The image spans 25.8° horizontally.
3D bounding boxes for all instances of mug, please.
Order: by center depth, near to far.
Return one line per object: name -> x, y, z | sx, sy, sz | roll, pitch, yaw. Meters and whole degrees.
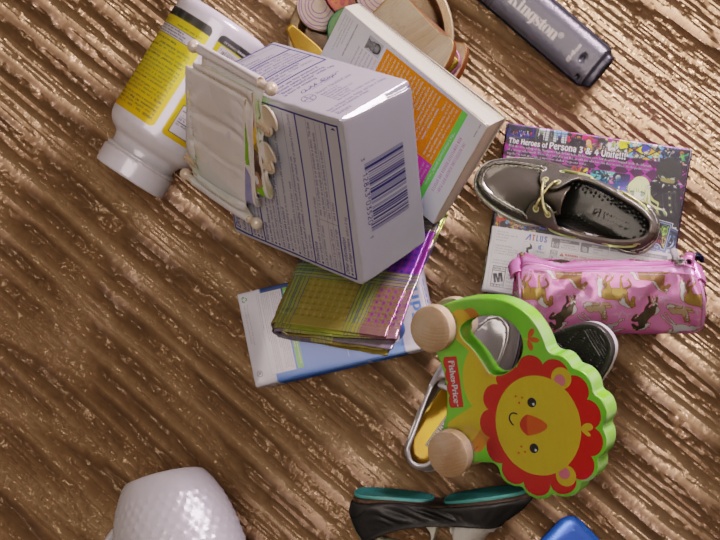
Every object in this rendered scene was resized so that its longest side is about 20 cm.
mug -> -0.207, 0.311, 1.658 | 0.199, 0.147, 0.177 | -24, 72, 37

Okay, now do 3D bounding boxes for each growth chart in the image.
growth chart -> -0.132, -0.133, 1.577 | 0.144, 0.201, 0.018 | 38, 51, 27

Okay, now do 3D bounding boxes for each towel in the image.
towel -> 0.000, 0.000, 1.632 | 0.142, 0.023, 0.201 | 5, 51, 24

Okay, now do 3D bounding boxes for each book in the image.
book -> 0.035, -0.161, 1.621 | 0.200, 0.048, 0.134 | 40, 121, 14

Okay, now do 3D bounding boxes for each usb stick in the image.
usb stick -> 0.184, -0.276, 1.684 | 0.200, 0.033, 0.056 | 43, 92, 9

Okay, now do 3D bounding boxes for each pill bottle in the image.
pill bottle -> -0.198, -0.184, 1.698 | 0.112, 0.112, 0.201 | 33, 91, 10

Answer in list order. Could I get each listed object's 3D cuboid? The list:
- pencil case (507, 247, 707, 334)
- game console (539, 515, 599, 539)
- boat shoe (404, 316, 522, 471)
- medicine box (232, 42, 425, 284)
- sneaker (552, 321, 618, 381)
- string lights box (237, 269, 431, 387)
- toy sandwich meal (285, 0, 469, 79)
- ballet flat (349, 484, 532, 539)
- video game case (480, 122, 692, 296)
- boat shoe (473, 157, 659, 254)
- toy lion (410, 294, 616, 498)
pencil case -> 0.250, 0.022, 1.591 | 0.197, 0.083, 0.088 | -1, 93, 11
game console -> 0.217, 0.391, 1.636 | 0.170, 0.119, 0.200 | -39, 80, -27
boat shoe -> 0.106, 0.122, 1.647 | 0.071, 0.070, 0.201 | 34, 92, 10
medicine box -> -0.044, -0.112, 1.591 | 0.199, 0.103, 0.184 | 23, 132, 40
sneaker -> 0.212, 0.117, 1.603 | 0.084, 0.120, 0.200 | 54, 126, 17
string lights box -> -0.023, 0.054, 1.679 | 0.197, 0.059, 0.104 | -13, 84, 8
toy sandwich meal -> 0.012, -0.248, 1.690 | 0.202, 0.070, 0.208 | -1, 86, 9
ballet flat -> 0.086, 0.261, 1.648 | 0.197, 0.068, 0.069 | -3, 95, 19
video game case -> 0.237, -0.051, 1.656 | 0.197, 0.036, 0.184 | 8, 88, 10
boat shoe -> 0.211, -0.071, 1.612 | 0.200, 0.060, 0.073 | 20, 89, 10
toy lion -> 0.155, 0.122, 1.538 | 0.190, 0.068, 0.203 | -7, 94, 31
